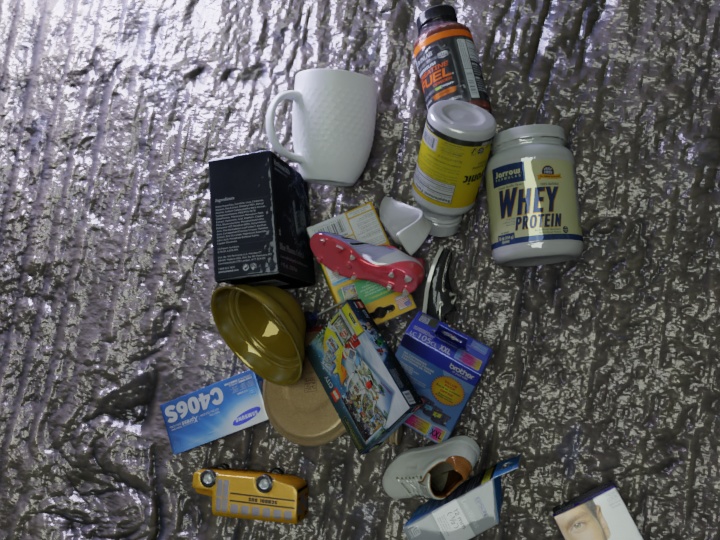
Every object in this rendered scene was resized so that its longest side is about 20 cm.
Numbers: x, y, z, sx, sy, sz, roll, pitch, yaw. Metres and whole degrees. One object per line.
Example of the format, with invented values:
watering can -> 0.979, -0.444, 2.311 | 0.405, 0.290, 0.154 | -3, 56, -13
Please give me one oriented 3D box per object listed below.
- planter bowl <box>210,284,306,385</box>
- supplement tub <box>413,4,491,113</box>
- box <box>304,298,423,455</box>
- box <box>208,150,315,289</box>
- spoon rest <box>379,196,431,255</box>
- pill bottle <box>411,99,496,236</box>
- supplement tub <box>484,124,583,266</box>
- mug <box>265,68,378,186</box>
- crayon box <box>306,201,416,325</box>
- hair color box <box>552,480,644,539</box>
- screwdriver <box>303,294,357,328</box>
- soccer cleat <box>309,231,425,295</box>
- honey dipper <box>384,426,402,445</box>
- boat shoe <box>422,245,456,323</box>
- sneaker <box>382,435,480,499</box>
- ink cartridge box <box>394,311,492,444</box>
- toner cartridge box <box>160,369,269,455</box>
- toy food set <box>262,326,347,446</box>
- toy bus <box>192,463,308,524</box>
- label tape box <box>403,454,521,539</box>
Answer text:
planter bowl -> -0.151, 0.088, 1.167 | 0.199, 0.202, 0.083 | 34, 51, 16
supplement tub -> 0.150, -0.342, 1.188 | 0.105, 0.107, 0.204 | -15, 80, 12
box -> 0.000, 0.167, 1.107 | 0.137, 0.037, 0.201 | -49, 60, 33
box -> -0.164, -0.076, 1.193 | 0.115, 0.197, 0.204 | -7, 82, 13
spoon rest -> 0.076, -0.073, 1.135 | 0.060, 0.200, 0.100 | -36, 104, 2
pill bottle -> 0.143, -0.160, 1.127 | 0.110, 0.111, 0.202 | 24, 130, 16
supplement tub -> 0.273, -0.115, 1.110 | 0.142, 0.145, 0.204 | -6, 83, 14
mug -> -0.069, -0.242, 1.194 | 0.147, 0.197, 0.179 | 6, 92, 59
crayon box -> 0.000, 0.000, 1.202 | 0.124, 0.052, 0.203 | -22, 78, -7
hair color box -> 0.388, 0.442, 1.065 | 0.108, 0.065, 0.202 | -29, 76, 10
screwdriver -> -0.065, 0.068, 1.182 | 0.029, 0.199, 0.028 | 38, 53, -13
soccer cleat -> 0.012, -0.020, 1.157 | 0.197, 0.077, 0.068 | 21, 128, 12
honey dipper -> -0.025, 0.265, 1.208 | 0.197, 0.038, 0.039 | 7, 86, 19
boat shoe -> 0.132, 0.062, 1.166 | 0.059, 0.074, 0.204 | 14, 91, 15
sneaker -> 0.097, 0.329, 1.109 | 0.073, 0.085, 0.199 | 47, 126, -6
ink cartridge box -> 0.118, 0.160, 1.105 | 0.135, 0.076, 0.202 | 27, 124, 12
toner cartridge box -> -0.258, 0.254, 1.263 | 0.197, 0.043, 0.096 | -23, 80, 11
toy food set -> -0.077, 0.199, 1.204 | 0.198, 0.049, 0.200 | -26, 67, 10
toy bus -> -0.193, 0.389, 1.222 | 0.196, 0.065, 0.080 | 1, 86, 14
label tape box -> 0.174, 0.367, 1.086 | 0.198, 0.143, 0.067 | -30, 78, 10
